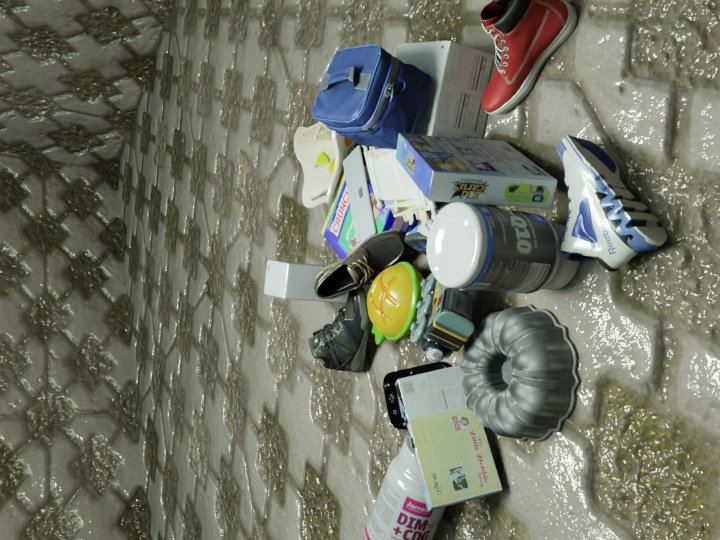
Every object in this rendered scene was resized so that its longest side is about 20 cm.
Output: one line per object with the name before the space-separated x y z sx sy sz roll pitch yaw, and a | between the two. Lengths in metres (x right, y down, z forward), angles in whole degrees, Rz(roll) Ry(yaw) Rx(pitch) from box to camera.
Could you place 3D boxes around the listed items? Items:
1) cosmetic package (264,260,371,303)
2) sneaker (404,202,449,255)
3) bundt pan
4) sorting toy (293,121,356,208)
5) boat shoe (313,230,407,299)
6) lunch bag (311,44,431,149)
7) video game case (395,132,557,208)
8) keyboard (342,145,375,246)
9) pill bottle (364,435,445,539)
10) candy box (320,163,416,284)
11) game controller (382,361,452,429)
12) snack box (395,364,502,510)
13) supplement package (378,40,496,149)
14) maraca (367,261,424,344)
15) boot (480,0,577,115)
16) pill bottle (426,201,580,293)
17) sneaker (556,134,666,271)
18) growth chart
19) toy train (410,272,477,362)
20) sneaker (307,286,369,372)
cosmetic package | -0.082 0.024 1.399 0.101 0.198 0.072 8 92 58
sneaker | 0.149 -0.072 1.180 0.199 0.075 0.078 -14 51 57
bundt pan | 0.218 0.149 1.014 0.201 0.075 0.204 -14 74 56
sorting toy | -0.071 -0.224 1.472 0.199 0.106 0.182 -1 72 61
boat shoe | 0.000 0.000 1.268 0.199 0.075 0.073 -34 15 19
lunch bag | 0.011 -0.283 1.129 0.199 0.131 0.137 20 92 60
video game case | 0.159 -0.148 1.007 0.200 0.179 0.046 -112 28 -62
keyboard | -0.003 -0.146 1.339 0.056 0.011 0.202 -35 55 40
pill bottle | 0.086 0.379 1.152 0.113 0.112 0.202 44 122 52
candy box | 0.014 -0.095 1.377 0.200 0.076 0.170 52 127 49
game controller | 0.105 0.222 1.216 0.199 0.042 0.106 -25 64 55
snack box | 0.135 0.256 1.079 0.037 0.115 0.202 99 159 -66
supplement package | 0.128 -0.278 1.191 0.155 0.110 0.202 25 106 56
maraca | 0.059 0.062 1.257 0.200 0.106 0.139 138 139 -61
boot | 0.209 -0.327 1.037 0.201 0.143 0.073 -56 44 40
pill bottle | 0.200 -0.027 0.952 0.113 0.198 0.115 -11 77 57
sneaker | 0.298 -0.077 0.913 0.115 0.080 0.201 -52 46 37
growth chart | 0.064 -0.151 1.184 0.199 0.018 0.146 18 124 60
toy train | 0.141 0.050 1.095 0.114 0.085 0.201 -57 10 41
sneaker | -0.041 0.117 1.356 0.077 0.113 0.201 -105 19 -54
